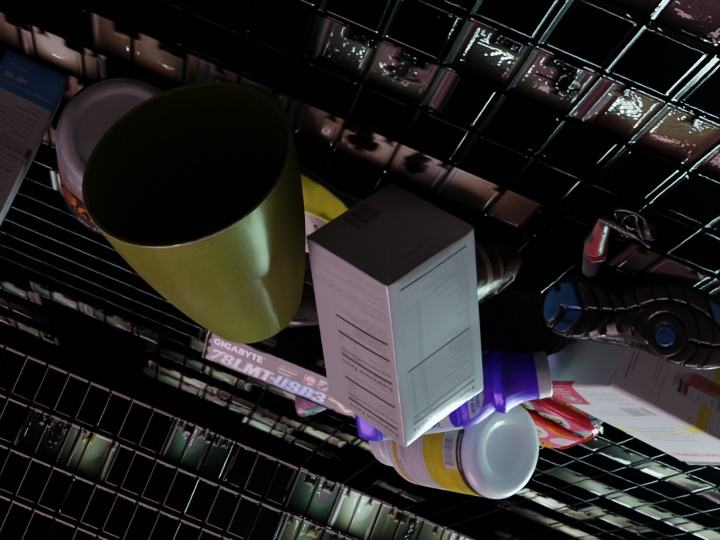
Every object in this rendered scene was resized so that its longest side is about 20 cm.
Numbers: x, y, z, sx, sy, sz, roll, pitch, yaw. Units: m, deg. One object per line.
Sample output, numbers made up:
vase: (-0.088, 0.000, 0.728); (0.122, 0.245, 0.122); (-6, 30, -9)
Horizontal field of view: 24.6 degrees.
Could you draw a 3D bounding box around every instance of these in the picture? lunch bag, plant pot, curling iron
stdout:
lunch bag: (0.189, 0.132, 1.923); (0.200, 0.082, 0.176); (26, 161, -10)
plant pot: (-0.123, -0.032, 1.463); (0.187, 0.187, 0.200); (15, 148, 27)
curling iron: (0.214, -0.018, 1.432); (0.050, 0.026, 0.200); (25, 166, 2)

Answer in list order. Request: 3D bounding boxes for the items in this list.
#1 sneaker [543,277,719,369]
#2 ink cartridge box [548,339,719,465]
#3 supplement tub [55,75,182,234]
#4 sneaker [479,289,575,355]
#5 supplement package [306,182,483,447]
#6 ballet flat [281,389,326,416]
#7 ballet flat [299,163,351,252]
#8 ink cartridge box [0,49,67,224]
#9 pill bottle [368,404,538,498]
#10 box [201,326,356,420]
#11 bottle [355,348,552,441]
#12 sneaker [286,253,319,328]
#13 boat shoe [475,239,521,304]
sneaker: (0.271, 0.042, 1.518); (0.200, 0.073, 0.082); (14, -175, 35)
ink cartridge box: (0.306, 0.123, 1.689); (0.200, 0.083, 0.145); (28, 165, -20)
supplement tub: (-0.231, -0.102, 1.594); (0.122, 0.123, 0.200); (23, 166, -3)
sneaker: (0.141, 0.053, 1.727); (0.200, 0.074, 0.088); (-6, -171, 26)
supplement package: (0.035, 0.042, 1.533); (0.109, 0.114, 0.200); (31, 142, 38)
ballet flat: (-0.081, 0.086, 1.849); (0.200, 0.071, 0.069); (62, 178, 45)
ballet flat: (-0.029, -0.039, 1.636); (0.067, 0.067, 0.200); (9, 160, 43)
ink cartridge box: (-0.364, -0.104, 1.627); (0.067, 0.200, 0.116); (26, 165, -10)
pill bottle: (0.101, 0.195, 1.896); (0.112, 0.112, 0.200); (32, 163, -33)
box: (-0.045, 0.060, 1.792); (0.200, 0.199, 0.050); (21, 125, 7)
bottle: (0.091, 0.118, 1.657); (0.200, 0.084, 0.065); (-8, -162, 0)
sneaker: (0.000, 0.000, 1.746); (0.199, 0.114, 0.076); (-2, 177, -26)
boat shoe: (0.093, 0.014, 1.620); (0.075, 0.075, 0.202); (-19, 179, -27)
